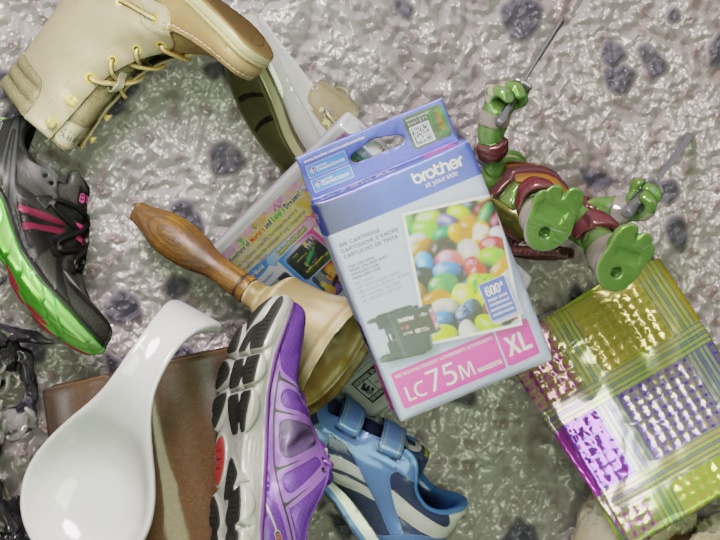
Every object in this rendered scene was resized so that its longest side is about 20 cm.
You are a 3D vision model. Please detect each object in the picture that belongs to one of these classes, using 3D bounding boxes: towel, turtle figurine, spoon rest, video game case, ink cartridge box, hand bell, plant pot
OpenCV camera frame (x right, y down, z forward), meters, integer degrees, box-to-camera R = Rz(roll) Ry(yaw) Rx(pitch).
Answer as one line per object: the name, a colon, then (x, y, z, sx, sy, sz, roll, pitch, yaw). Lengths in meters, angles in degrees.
towel: (0.211, 0.095, 1.732, 0.143, 0.023, 0.200, -30, 69, -4)
turtle figurine: (0.158, -0.081, 1.660, 0.200, 0.194, 0.144, -26, 116, 1)
spoon rest: (-0.165, 0.113, 1.566, 0.099, 0.061, 0.200, 27, 90, 16)
video game case: (0.000, 0.000, 1.686, 0.182, 0.024, 0.200, 42, 132, -7)
ink cartridge box: (0.044, -0.008, 1.598, 0.119, 0.042, 0.200, -22, 95, -4)
hand bell: (-0.090, 0.008, 1.680, 0.200, 0.104, 0.104, 35, 92, 16)
plant pot: (-0.139, 0.166, 1.675, 0.200, 0.200, 0.199, -12, 88, -4)

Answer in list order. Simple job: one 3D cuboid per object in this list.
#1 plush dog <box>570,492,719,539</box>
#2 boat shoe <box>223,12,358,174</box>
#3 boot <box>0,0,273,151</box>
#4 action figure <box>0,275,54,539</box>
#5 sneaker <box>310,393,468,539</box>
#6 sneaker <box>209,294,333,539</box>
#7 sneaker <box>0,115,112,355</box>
plush dog: (0.237, 0.232, 1.740, 0.172, 0.160, 0.200, 40, 89, 19)
boat shoe: (-0.037, -0.110, 1.715, 0.068, 0.075, 0.200, -32, 103, -18)
boot: (-0.167, -0.147, 1.657, 0.200, 0.073, 0.156, 36, 94, 32)
action figure: (-0.290, 0.107, 1.694, 0.119, 0.102, 0.200, 1, 97, 7)
sneaker: (0.002, 0.136, 1.728, 0.082, 0.074, 0.200, -34, 106, 19)
sneaker: (-0.057, 0.118, 1.590, 0.083, 0.081, 0.200, 8, 81, -24)
sneaker: (-0.231, -0.031, 1.684, 0.084, 0.077, 0.200, -26, 81, -12)
